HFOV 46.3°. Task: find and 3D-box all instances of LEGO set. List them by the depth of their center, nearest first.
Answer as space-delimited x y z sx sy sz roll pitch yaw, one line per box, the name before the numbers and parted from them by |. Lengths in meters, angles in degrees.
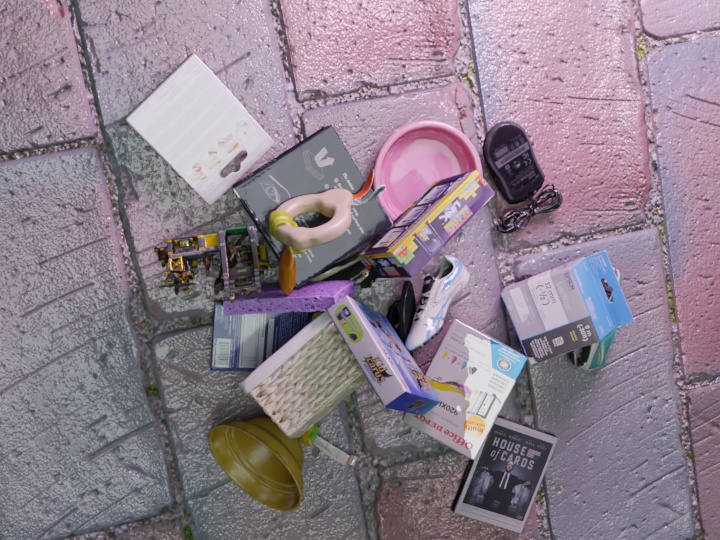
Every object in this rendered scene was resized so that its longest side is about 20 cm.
LEGO set | -0.235 0.010 1.391 0.199 0.154 0.117 -5 72 -11

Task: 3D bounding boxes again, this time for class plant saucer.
plant saucer | 0.116 -0.164 1.501 0.199 0.051 0.202 -1 96 -11

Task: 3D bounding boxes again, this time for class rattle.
rattle | -0.043 -0.060 1.357 0.199 0.130 0.144 -31 115 -32

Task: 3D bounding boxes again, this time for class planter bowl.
planter bowl | -0.162 0.318 1.468 0.201 0.200 0.083 53 50 -12

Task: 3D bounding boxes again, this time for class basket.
basket | -0.081 0.177 1.412 0.200 0.136 0.124 -39 79 -3

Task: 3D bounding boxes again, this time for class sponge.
sponge | -0.117 0.044 1.412 0.199 0.112 0.030 -2 103 16

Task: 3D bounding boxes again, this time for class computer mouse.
computer mouse | 0.275 -0.179 1.534 0.138 0.053 0.201 -28 112 -5

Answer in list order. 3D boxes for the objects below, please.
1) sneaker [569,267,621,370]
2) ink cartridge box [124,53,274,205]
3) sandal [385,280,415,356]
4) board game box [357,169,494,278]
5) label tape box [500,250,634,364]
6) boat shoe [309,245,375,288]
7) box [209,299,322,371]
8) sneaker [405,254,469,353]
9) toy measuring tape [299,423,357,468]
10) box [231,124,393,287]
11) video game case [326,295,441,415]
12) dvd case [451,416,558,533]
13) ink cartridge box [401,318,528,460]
sneaker | 0.453 0.090 1.598 0.079 0.077 0.201 8 100 -31
ink cartridge box | -0.270 -0.237 1.425 0.160 0.047 0.200 -44 108 -3
sandal | 0.068 0.118 1.520 0.048 0.075 0.202 5 98 16
board game box | 0.105 -0.072 1.383 0.200 0.165 0.057 -44 104 -14
label tape box | 0.374 0.067 1.527 0.199 0.066 0.144 -22 93 19
boat shoe | 0.000 0.000 1.488 0.200 0.074 0.063 -27 100 -1
box | -0.162 0.119 1.491 0.199 0.032 0.122 4 97 -11
sneaker | 0.125 0.059 1.498 0.072 0.072 0.201 39 62 -13
toy measuring tape | -0.079 0.284 1.503 0.199 0.074 0.074 35 90 -8
box | -0.084 -0.112 1.434 0.199 0.117 0.197 -33 102 -4
video game case | 0.042 0.141 1.360 0.045 0.200 0.182 -36 68 10
dvd case | 0.276 0.389 1.613 0.149 0.025 0.201 20 93 -13
ink cartridge box | 0.184 0.206 1.492 0.147 0.145 0.201 28 91 8
